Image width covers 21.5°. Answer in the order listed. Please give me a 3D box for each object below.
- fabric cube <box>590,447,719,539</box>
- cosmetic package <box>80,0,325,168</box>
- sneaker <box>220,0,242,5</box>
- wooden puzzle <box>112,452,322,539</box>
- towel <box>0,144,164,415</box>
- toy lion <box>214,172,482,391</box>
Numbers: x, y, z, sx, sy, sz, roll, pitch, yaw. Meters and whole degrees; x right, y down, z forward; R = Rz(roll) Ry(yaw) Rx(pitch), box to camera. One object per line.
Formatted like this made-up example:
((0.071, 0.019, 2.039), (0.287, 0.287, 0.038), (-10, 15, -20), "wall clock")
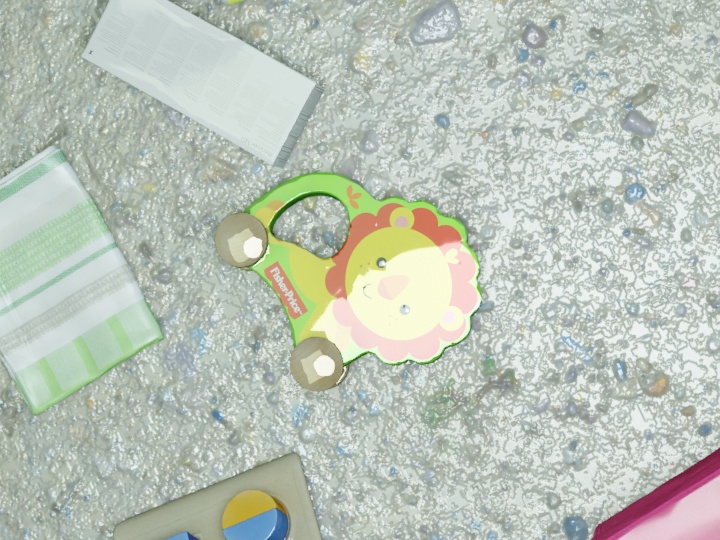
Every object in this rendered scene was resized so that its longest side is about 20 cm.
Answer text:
((0.317, 0.243, 1.504), (0.199, 0.200, 0.197), (-33, 84, 8), "fabric cube")
((-0.137, -0.173, 1.658), (0.199, 0.051, 0.083), (30, 93, 9), "cosmetic package")
((-0.038, -0.284, 1.629), (0.199, 0.075, 0.077), (-34, 84, 10), "sneaker")
((-0.118, 0.266, 1.613), (0.184, 0.046, 0.201), (-23, 57, 10), "wooden puzzle")
((-0.283, 0.009, 1.695), (0.149, 0.031, 0.201), (-31, 85, 9), "towel")
((0.000, 0.000, 1.634), (0.191, 0.069, 0.201), (-33, 84, 1), "toy lion")
